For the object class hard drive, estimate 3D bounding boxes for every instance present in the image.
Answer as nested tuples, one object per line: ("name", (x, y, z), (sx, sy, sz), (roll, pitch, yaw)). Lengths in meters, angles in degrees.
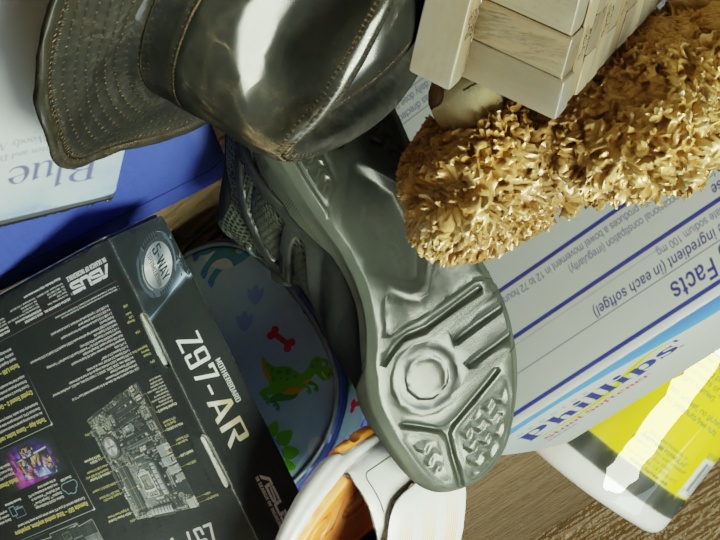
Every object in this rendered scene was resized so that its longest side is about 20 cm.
("hard drive", (-0.131, -0.052, 0.794), (0.131, 0.025, 0.200), (-27, 164, -3))

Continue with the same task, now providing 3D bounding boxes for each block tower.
("block tower", (0.092, -0.127, 0.710), (0.200, 0.058, 0.054), (-44, 154, -45))

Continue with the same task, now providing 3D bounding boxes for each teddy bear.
("teddy bear", (0.104, -0.069, 0.725), (0.199, 0.145, 0.067), (-11, 127, 19))

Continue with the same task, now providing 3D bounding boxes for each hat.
("hat", (-0.018, -0.091, 0.667), (0.201, 0.081, 0.201), (-44, 166, -14))

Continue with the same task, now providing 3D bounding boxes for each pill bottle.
("pill bottle", (0.168, 0.024, 0.969), (0.200, 0.114, 0.114), (-53, 161, 4))

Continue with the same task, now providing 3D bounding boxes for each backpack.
("backpack", (-0.030, 0.054, 1.012), (0.200, 0.183, 0.147), (-44, 158, 18))

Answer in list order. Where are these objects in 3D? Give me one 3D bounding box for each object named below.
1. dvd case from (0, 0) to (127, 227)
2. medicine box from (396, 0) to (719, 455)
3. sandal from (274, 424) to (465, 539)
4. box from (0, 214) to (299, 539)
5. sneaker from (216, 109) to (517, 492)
("dvd case", (-0.139, -0.073, 0.656), (0.142, 0.018, 0.200), (-16, 152, -26))
("medicine box", (0.094, -0.045, 0.868), (0.182, 0.201, 0.103), (-36, 162, 27))
("sandal", (0.029, 0.101, 0.870), (0.206, 0.059, 0.079), (-35, 150, -48))
("box", (-0.139, 0.084, 0.896), (0.199, 0.161, 0.043), (-26, -178, 34))
("sneaker", (0.000, 0.000, 0.830), (0.076, 0.200, 0.114), (-31, -167, -15))
